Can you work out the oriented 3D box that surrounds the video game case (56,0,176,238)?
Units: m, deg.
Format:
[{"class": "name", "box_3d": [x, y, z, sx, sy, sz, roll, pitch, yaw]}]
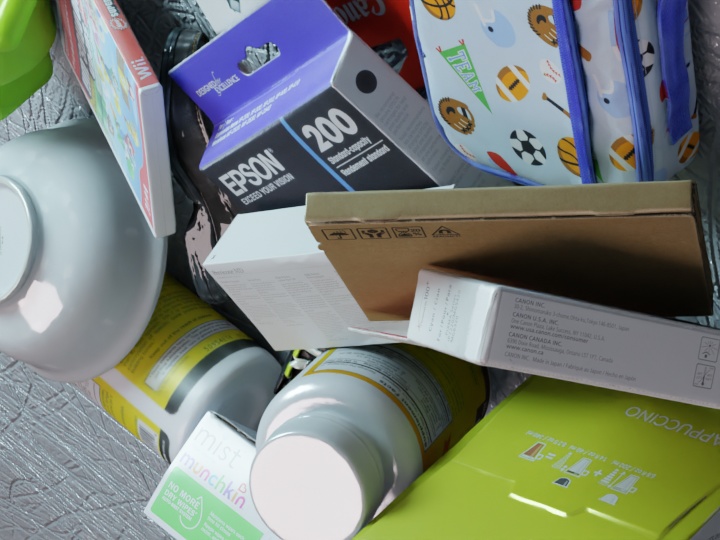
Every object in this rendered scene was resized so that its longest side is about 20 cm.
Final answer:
[{"class": "video game case", "box_3d": [-0.172, -0.139, 1.535, 0.144, 0.017, 0.201, 90, 156, -50]}]

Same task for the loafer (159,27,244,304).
[{"class": "loafer", "box_3d": [-0.088, -0.073, 1.528, 0.072, 0.073, 0.201, -2, 121, 18]}]

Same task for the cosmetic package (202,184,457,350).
[{"class": "cosmetic package", "box_3d": [0.000, 0.000, 1.364, 0.199, 0.051, 0.083, -5, 134, 47]}]

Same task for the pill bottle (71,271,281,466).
[{"class": "pill bottle", "box_3d": [-0.164, 0.061, 1.736, 0.200, 0.114, 0.115, 37, 149, 27]}]

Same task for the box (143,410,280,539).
[{"class": "box", "box_3d": [-0.027, 0.206, 1.642, 0.199, 0.097, 0.176, 34, -179, 30]}]

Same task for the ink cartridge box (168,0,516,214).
[{"class": "ink cartridge box", "box_3d": [-0.019, -0.070, 1.382, 0.200, 0.043, 0.198, 44, 151, -12]}]

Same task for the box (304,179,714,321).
[{"class": "box", "box_3d": [0.084, -0.007, 1.194, 0.198, 0.021, 0.164, -2, 161, 12]}]

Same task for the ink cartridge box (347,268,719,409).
[{"class": "ink cartridge box", "box_3d": [0.116, 0.038, 1.218, 0.176, 0.198, 0.045, 12, 90, 66]}]

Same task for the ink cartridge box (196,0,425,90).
[{"class": "ink cartridge box", "box_3d": [-0.031, -0.170, 1.336, 0.174, 0.043, 0.200, 60, 152, -11]}]

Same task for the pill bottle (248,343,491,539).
[{"class": "pill bottle", "box_3d": [0.004, 0.099, 1.411, 0.108, 0.200, 0.110, 8, 112, 20]}]

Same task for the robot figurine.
[{"class": "robot figurine", "box_3d": [-0.286, -0.207, 1.600, 0.175, 0.116, 0.201, 19, 138, 35]}]

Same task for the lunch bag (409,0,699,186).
[{"class": "lunch bag", "box_3d": [0.100, -0.128, 1.152, 0.160, 0.075, 0.201, 25, 144, 37]}]

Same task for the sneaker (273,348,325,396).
[{"class": "sneaker", "box_3d": [-0.019, 0.071, 1.558, 0.072, 0.083, 0.201, 35, 148, 27]}]

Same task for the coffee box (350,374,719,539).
[{"class": "coffee box", "box_3d": [0.147, 0.200, 1.330, 0.199, 0.200, 0.199, 16, 136, 47]}]

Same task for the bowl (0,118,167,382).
[{"class": "bowl", "box_3d": [-0.243, -0.019, 1.673, 0.200, 0.090, 0.203, -5, 81, 40]}]
